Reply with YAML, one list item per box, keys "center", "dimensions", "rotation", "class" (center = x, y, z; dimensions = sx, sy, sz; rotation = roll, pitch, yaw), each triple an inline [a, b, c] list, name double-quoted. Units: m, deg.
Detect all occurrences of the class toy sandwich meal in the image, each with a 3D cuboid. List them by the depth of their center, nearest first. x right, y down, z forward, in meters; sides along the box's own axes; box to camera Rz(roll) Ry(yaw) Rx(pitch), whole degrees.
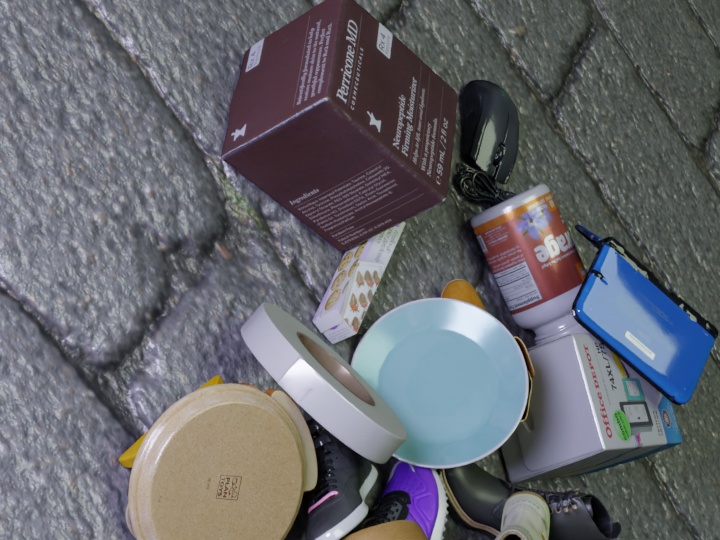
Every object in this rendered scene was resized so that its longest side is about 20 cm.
- center: [-0.134, 0.189, 1.436]
  dimensions: [0.203, 0.070, 0.208]
  rotation: [-6, 100, -33]
  class: "toy sandwich meal"

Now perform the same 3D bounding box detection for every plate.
- center: [0.086, 0.126, 1.706]
  dimensions: [0.026, 0.197, 0.203]
  rotation: [86, 1, -63]
  class: "plate"

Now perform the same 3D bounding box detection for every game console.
- center: [0.335, 0.053, 1.934]
  dimensions: [0.199, 0.118, 0.172]
  rotation: [38, 63, -16]
  class: "game console"

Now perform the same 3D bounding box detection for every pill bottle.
- center: [0.229, 0.001, 1.977]
  dimensions: [0.112, 0.111, 0.202]
  rotation: [-26, 91, -54]
  class: "pill bottle"

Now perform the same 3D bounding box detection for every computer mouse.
- center: [0.182, -0.173, 2.066]
  dimensions: [0.138, 0.052, 0.202]
  rotation: [26, 52, -41]
  class: "computer mouse"

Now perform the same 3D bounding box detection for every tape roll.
- center: [-0.036, 0.111, 1.547]
  dimensions: [0.203, 0.037, 0.203]
  rotation: [43, 4, -4]
  class: "tape roll"

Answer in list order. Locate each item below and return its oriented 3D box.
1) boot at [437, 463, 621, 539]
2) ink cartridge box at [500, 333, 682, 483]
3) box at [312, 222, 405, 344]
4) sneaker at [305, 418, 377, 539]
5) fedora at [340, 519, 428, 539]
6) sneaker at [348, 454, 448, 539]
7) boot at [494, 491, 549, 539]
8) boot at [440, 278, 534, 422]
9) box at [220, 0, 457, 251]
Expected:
- center: [0.190, 0.258, 1.767]
  dimensions: [0.200, 0.137, 0.078]
  rotation: [40, 44, -30]
  class: "boot"
- center: [0.274, 0.168, 1.915]
  dimensions: [0.199, 0.145, 0.149]
  rotation: [2, 69, -51]
  class: "ink cartridge box"
- center: [0.000, 0.000, 1.749]
  dimensions: [0.039, 0.041, 0.201]
  rotation: [49, 40, -22]
  class: "box"
- center: [-0.040, 0.206, 1.537]
  dimensions: [0.100, 0.070, 0.200]
  rotation: [55, 15, -8]
  class: "sneaker"
- center: [0.015, 0.297, 1.486]
  dimensions: [0.199, 0.200, 0.082]
  rotation: [5, 50, -50]
  class: "fedora"
- center: [0.032, 0.273, 1.615]
  dimensions: [0.099, 0.069, 0.202]
  rotation: [33, 47, -34]
  class: "sneaker"
- center: [0.170, 0.356, 1.672]
  dimensions: [0.155, 0.071, 0.203]
  rotation: [-34, 125, -76]
  class: "boot"
- center: [0.152, 0.090, 1.799]
  dimensions: [0.070, 0.144, 0.204]
  rotation: [-3, 74, -20]
  class: "boot"
- center: [-0.019, -0.160, 1.705]
  dimensions: [0.199, 0.163, 0.168]
  rotation: [37, 45, -34]
  class: "box"
